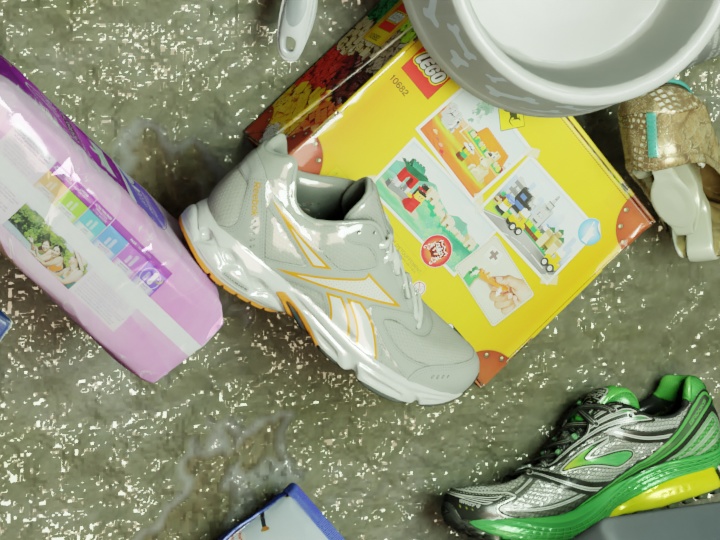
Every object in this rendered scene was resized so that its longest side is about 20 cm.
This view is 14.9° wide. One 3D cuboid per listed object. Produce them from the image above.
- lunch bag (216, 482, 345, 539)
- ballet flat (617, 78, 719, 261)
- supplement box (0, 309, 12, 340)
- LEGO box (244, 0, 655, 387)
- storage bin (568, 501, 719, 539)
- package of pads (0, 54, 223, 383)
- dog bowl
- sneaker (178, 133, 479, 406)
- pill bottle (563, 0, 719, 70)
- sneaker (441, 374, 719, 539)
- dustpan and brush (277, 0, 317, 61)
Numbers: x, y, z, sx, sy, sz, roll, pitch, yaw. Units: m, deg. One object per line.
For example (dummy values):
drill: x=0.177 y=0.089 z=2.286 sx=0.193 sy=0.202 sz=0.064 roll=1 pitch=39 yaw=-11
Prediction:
lunch bag: x=-0.042 y=0.253 z=1.673 sx=0.170 sy=0.124 sz=0.200 roll=-39 pitch=100 yaw=-7
ballet flat: x=0.198 y=-0.043 z=1.668 sx=0.200 sy=0.070 sz=0.065 roll=45 pitch=44 yaw=-54
supplement box: x=-0.310 y=0.013 z=1.509 sx=0.200 sy=0.110 sz=0.109 roll=32 pitch=92 yaw=-24
LEGO box: x=0.054 y=-0.055 z=1.645 sx=0.149 sy=0.077 sz=0.200 roll=-43 pitch=114 yaw=-5
storage bin: x=0.177 y=0.217 z=1.676 sx=0.200 sy=0.146 sz=0.134 roll=-3 pitch=150 yaw=-42
package of pads: x=-0.168 y=-0.036 z=1.543 sx=0.076 sy=0.121 sz=0.200 roll=-44 pitch=115 yaw=2
dog bowl: x=0.121 y=-0.182 z=1.531 sx=0.200 sy=0.059 sz=0.201 roll=-3 pitch=100 yaw=-17
sneaker: x=0.000 y=0.000 z=1.564 sx=0.200 sy=0.076 sz=0.092 roll=33 pitch=110 yaw=-23
pill bottle: x=0.193 y=-0.180 z=1.645 sx=0.200 sy=0.113 sz=0.113 roll=-22 pitch=111 yaw=-13
sneaker: x=0.136 y=0.118 z=1.733 sx=0.200 sy=0.078 sz=0.085 roll=-18 pitch=103 yaw=-25
dustpan and brush: x=-0.017 y=-0.217 z=1.569 sx=0.139 sy=0.057 sz=0.200 roll=17 pitch=118 yaw=10
